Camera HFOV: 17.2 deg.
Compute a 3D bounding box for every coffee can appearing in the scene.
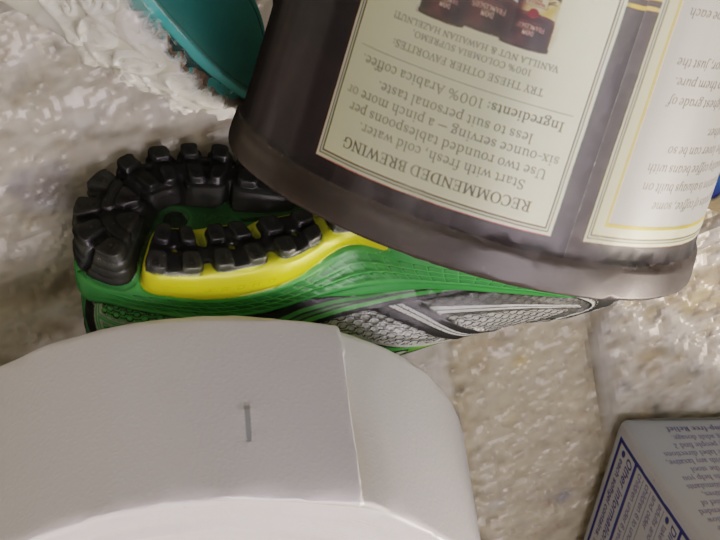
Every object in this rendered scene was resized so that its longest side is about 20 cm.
[{"bbox_3d":[0.058,-0.111,0.693,0.146,0.146,0.201,8,108,-29],"label":"coffee can"}]

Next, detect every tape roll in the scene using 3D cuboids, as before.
[{"bbox_3d":[-0.057,0.100,0.821,0.202,0.071,0.203,-5,144,-4],"label":"tape roll"}]

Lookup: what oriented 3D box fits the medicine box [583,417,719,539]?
[{"bbox_3d":[0.161,0.187,0.940,0.103,0.200,0.183,-1,124,-23],"label":"medicine box"}]

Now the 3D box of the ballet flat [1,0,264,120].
[{"bbox_3d":[-0.099,-0.116,0.705,0.072,0.072,0.200,-35,132,3],"label":"ballet flat"}]

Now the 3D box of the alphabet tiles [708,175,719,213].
[{"bbox_3d":[0.179,-0.064,0.812,0.200,0.006,0.166,17,140,-27],"label":"alphabet tiles"}]

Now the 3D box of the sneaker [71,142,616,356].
[{"bbox_3d":[0.000,0.000,0.825,0.199,0.078,0.085,-3,134,-9],"label":"sneaker"}]
